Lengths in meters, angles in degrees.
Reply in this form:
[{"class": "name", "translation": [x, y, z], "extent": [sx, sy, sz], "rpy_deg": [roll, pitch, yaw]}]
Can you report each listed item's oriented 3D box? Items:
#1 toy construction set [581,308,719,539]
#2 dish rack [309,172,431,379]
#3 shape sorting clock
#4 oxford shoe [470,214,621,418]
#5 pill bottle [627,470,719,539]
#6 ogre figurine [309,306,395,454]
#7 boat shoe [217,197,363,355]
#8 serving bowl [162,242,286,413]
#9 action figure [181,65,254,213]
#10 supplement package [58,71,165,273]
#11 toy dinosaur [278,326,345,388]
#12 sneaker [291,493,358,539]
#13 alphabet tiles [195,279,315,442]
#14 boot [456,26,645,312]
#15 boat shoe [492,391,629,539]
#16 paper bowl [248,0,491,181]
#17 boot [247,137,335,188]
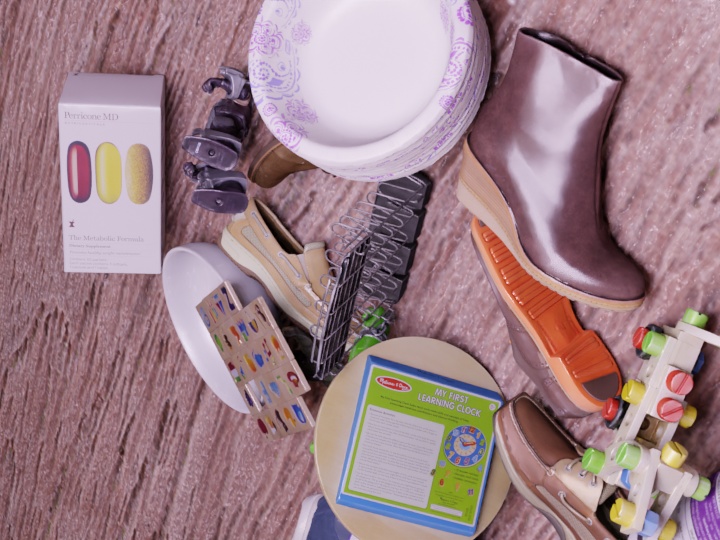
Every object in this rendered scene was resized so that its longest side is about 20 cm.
[{"class": "toy construction set", "translation": [0.242, 0.104, 0.891], "extent": [0.092, 0.200, 0.131], "rpy_deg": [38, 180, -6]}, {"class": "dish rack", "translation": [0.000, 0.000, 1.058], "extent": [0.054, 0.200, 0.154], "rpy_deg": [22, 124, 16]}, {"class": "shape sorting clock", "translation": [0.051, 0.161, 1.075], "extent": [0.201, 0.199, 0.039], "rpy_deg": [69, 160, -2]}, {"class": "oxford shoe", "translation": [0.144, 0.041, 1.019], "extent": [0.201, 0.071, 0.073], "rpy_deg": [62, 145, 8]}, {"class": "pill bottle", "translation": [0.278, 0.223, 0.908], "extent": [0.200, 0.111, 0.112], "rpy_deg": [-45, 74, 36]}, {"class": "ogre figurine", "translation": [0.012, 0.152, 1.152], "extent": [0.098, 0.120, 0.201], "rpy_deg": [20, 120, 14]}, {"class": "boat shoe", "translation": [-0.059, 0.002, 1.209], "extent": [0.200, 0.072, 0.076], "rpy_deg": [40, 108, 11]}, {"class": "serving bowl", "translation": [-0.140, 0.054, 1.300], "extent": [0.200, 0.066, 0.201], "rpy_deg": [38, 143, 36]}, {"class": "action figure", "translation": [-0.141, -0.134, 1.177], "extent": [0.200, 0.069, 0.131], "rpy_deg": [-98, 16, -63]}, {"class": "supplement package", "translation": [-0.277, -0.110, 1.318], "extent": [0.110, 0.113, 0.201], "rpy_deg": [-104, 16, -61]}, {"class": "toy dinosaur", "translation": [-0.051, 0.095, 1.201], "extent": [0.088, 0.048, 0.200], "rpy_deg": [14, 158, 40]}, {"class": "sneaker", "translation": [-0.016, 0.343, 1.310], "extent": [0.146, 0.080, 0.201], "rpy_deg": [16, 121, 50]}, {"class": "alphabet tiles", "translation": [-0.105, 0.090, 1.183], "extent": [0.168, 0.008, 0.200], "rpy_deg": [62, 156, 2]}, {"class": "boot", "translation": [0.171, -0.079, 0.938], "extent": [0.200, 0.072, 0.167], "rpy_deg": [39, 128, 23]}, {"class": "boat shoe", "translation": [0.197, 0.192, 1.034], "extent": [0.074, 0.076, 0.201], "rpy_deg": [-36, 88, 42]}, {"class": "paper bowl", "translation": [0.014, -0.176, 0.996], "extent": [0.199, 0.104, 0.202], "rpy_deg": [-5, 79, 23]}, {"class": "boot", "translation": [-0.038, -0.115, 1.141], "extent": [0.200, 0.074, 0.076], "rpy_deg": [-30, 95, 45]}]
